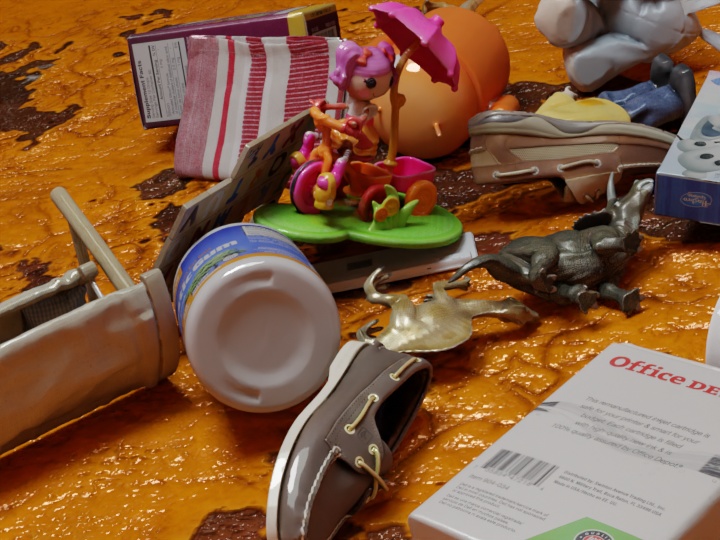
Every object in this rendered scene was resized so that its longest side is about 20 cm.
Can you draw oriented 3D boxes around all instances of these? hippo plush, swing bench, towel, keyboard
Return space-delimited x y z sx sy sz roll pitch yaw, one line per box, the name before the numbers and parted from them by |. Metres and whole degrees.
hippo plush | 0.269 -0.287 1.565 0.198 0.161 0.161 -11 27 6
swing bench | -0.263 0.059 1.184 0.198 0.131 0.200 -25 34 -23
towel | -0.098 -0.158 1.521 0.198 0.146 0.023 6 0 34
keyboard | 0.000 0.000 1.304 0.198 0.011 0.056 -11 21 3

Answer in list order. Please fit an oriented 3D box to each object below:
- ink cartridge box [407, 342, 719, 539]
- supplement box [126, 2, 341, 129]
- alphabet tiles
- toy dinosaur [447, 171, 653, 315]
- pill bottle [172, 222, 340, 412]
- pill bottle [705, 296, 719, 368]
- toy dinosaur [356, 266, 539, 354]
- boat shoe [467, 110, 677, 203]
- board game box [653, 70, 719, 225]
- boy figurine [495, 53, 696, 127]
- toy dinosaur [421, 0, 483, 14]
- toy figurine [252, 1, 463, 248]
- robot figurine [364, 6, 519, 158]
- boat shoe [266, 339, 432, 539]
ink cartridge box | 0.148 0.137 0.884 0.145 0.085 0.199 16 39 43
supplement box | -0.128 -0.218 1.647 0.198 0.104 0.131 -5 13 17
alphabet tiles | -0.107 -0.048 1.271 0.008 0.168 0.200 37 34 10
toy dinosaur | 0.154 -0.004 1.182 0.198 0.078 0.102 -22 18 -16
pill bottle | -0.083 0.026 1.159 0.111 0.113 0.200 -17 14 -7
pill bottle | 0.316 0.057 0.934 0.199 0.110 0.109 10 34 37
toy dinosaur | 0.034 0.044 1.148 0.199 0.059 0.101 -24 30 -20
boat shoe | 0.188 -0.092 1.330 0.198 0.073 0.076 5 -2 0
board game box | 0.355 -0.091 1.242 0.198 0.044 0.199 11 35 21
boy figurine | 0.204 -0.141 1.421 0.198 0.065 0.124 -16 29 -13
toy dinosaur | 0.116 -0.279 1.755 0.105 0.061 0.201 10 32 -8
toy figurine | 0.008 -0.127 1.273 0.199 0.186 0.150 -7 25 -40
robot figurine | 0.077 -0.181 1.498 0.116 0.144 0.200 -29 13 37
boat shoe | -0.006 0.117 1.013 0.059 0.072 0.200 5 33 18
